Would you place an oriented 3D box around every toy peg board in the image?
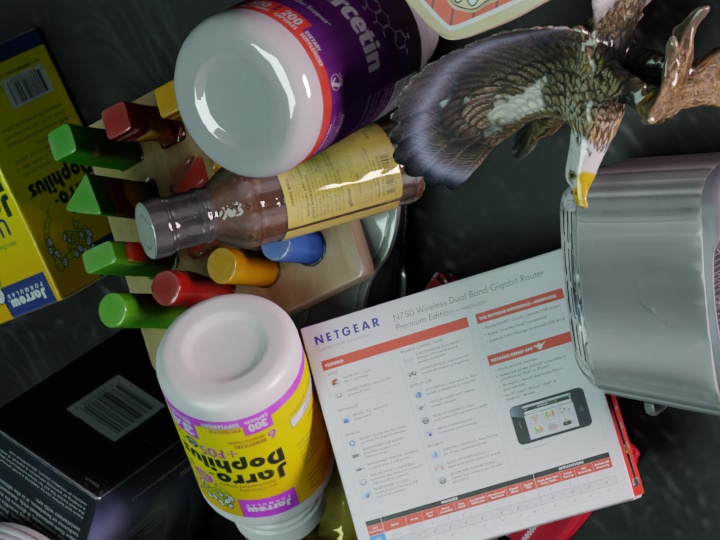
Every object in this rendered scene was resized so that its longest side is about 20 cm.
[{"bbox_3d":[-0.121,-0.053,1.672,0.199,0.098,0.201,-25,76,29],"label":"toy peg board"}]

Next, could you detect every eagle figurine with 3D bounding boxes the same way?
[{"bbox_3d":[0.131,-0.114,1.468,0.199,0.151,0.152,7,151,44],"label":"eagle figurine"}]

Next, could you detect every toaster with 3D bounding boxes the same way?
[{"bbox_3d":[0.209,-0.001,1.517,0.129,0.113,0.201,1,105,37],"label":"toaster"}]

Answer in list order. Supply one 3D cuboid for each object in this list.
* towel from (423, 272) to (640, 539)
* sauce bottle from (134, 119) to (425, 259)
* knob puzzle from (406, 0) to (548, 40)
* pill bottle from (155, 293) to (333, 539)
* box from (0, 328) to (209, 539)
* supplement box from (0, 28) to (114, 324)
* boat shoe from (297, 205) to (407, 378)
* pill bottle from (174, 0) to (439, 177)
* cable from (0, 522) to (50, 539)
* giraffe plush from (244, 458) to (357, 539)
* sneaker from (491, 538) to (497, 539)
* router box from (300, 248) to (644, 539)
[{"bbox_3d":[0.100,0.111,1.704,0.200,0.022,0.145,44,130,13],"label":"towel"},{"bbox_3d":[-0.055,-0.053,1.582,0.065,0.199,0.065,47,145,49],"label":"sauce bottle"},{"bbox_3d":[0.067,-0.239,1.400,0.219,0.030,0.221,5,100,30],"label":"knob puzzle"},{"bbox_3d":[-0.077,0.115,1.666,0.104,0.104,0.200,20,148,26],"label":"pill bottle"},{"bbox_3d":[-0.210,0.181,1.837,0.123,0.200,0.199,32,126,18],"label":"box"},{"bbox_3d":[-0.280,-0.071,1.828,0.109,0.109,0.201,-20,99,39],"label":"supplement box"},{"bbox_3d":[0.000,0.000,1.697,0.075,0.060,0.201,26,110,30],"label":"boat shoe"},{"bbox_3d":[-0.029,-0.144,1.561,0.112,0.200,0.113,15,119,29],"label":"pill bottle"},{"bbox_3d":[-0.269,0.289,1.753,0.199,0.069,0.201,-1,112,34],"label":"cable"},{"bbox_3d":[-0.045,0.245,1.772,0.172,0.162,0.201,9,115,31],"label":"giraffe plush"},{"bbox_3d":[0.052,0.165,1.679,0.076,0.114,0.200,19,120,28],"label":"sneaker"},{"bbox_3d":[0.078,0.098,1.616,0.199,0.049,0.180,-17,84,13],"label":"router box"}]
